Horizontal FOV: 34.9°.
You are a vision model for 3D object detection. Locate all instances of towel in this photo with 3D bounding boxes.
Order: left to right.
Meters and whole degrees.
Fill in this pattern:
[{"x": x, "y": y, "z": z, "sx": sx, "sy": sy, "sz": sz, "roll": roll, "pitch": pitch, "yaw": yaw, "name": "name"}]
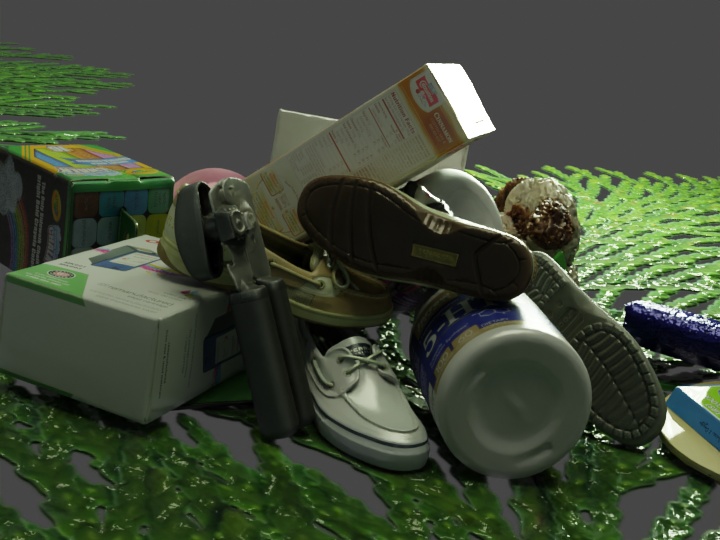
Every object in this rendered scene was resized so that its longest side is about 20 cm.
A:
[{"x": 0.365, "y": 0.073, "z": 1.123, "sx": 0.198, "sy": 0.050, "sz": 0.148, "roll": 17, "pitch": -6, "yaw": 25, "name": "towel"}]

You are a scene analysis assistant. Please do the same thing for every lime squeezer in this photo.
[{"x": 0.234, "y": 0.074, "z": 1.090, "sx": 0.200, "sy": 0.071, "sz": 0.038, "roll": 42, "pitch": -12, "yaw": -11, "name": "lime squeezer"}]

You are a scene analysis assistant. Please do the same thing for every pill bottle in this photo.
[{"x": 0.038, "y": -0.018, "z": 1.121, "sx": 0.112, "sy": 0.114, "sz": 0.199, "roll": -6, "pitch": -11, "yaw": -42, "name": "pill bottle"}, {"x": 0.102, "y": 0.072, "z": 0.928, "sx": 0.118, "sy": 0.121, "sz": 0.200, "roll": 6, "pitch": 15, "yaw": -9, "name": "pill bottle"}]

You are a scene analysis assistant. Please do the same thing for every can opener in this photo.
[{"x": -0.090, "y": 0.029, "z": 0.873, "sx": 0.066, "sy": 0.202, "sz": 0.053, "roll": -10, "pitch": 6, "yaw": 28, "name": "can opener"}]

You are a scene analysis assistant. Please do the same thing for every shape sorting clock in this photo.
[{"x": 0.349, "y": 0.142, "z": 0.962, "sx": 0.198, "sy": 0.040, "sz": 0.200, "roll": 6, "pitch": 19, "yaw": -2, "name": "shape sorting clock"}]

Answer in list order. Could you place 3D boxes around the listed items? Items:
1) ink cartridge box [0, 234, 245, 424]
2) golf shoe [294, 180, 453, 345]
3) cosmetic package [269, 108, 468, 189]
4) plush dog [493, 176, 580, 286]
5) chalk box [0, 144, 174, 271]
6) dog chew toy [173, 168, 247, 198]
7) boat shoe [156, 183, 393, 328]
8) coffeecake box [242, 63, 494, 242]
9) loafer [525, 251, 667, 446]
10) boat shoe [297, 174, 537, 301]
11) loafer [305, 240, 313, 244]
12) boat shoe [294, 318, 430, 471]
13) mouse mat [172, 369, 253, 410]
[{"x": -0.175, "y": 0.039, "z": 0.937, "sx": 0.144, "sy": 0.088, "sz": 0.200, "roll": 15, "pitch": 14, "yaw": 20, "name": "ink cartridge box"}, {"x": 0.000, "y": 0.000, "z": 1.010, "sx": 0.199, "sy": 0.092, "sz": 0.073, "roll": -34, "pitch": 6, "yaw": 19, "name": "golf shoe"}, {"x": 0.004, "y": -0.103, "z": 1.206, "sx": 0.198, "sy": 0.082, "sz": 0.113, "roll": 12, "pitch": -10, "yaw": -3, "name": "cosmetic package"}, {"x": 0.175, "y": -0.008, "z": 1.156, "sx": 0.159, "sy": 0.174, "sz": 0.200, "roll": 5, "pitch": 15, "yaw": -12, "name": "plush dog"}, {"x": -0.269, "y": -0.045, "z": 1.151, "sx": 0.123, "sy": 0.126, "sz": 0.199, "roll": -7, "pitch": 23, "yaw": -44, "name": "chalk box"}, {"x": -0.123, "y": -0.025, "z": 1.178, "sx": 0.124, "sy": 0.126, "sz": 0.199, "roll": -7, "pitch": 29, "yaw": -44, "name": "dog chew toy"}, {"x": -0.061, "y": -0.010, "z": 0.923, "sx": 0.199, "sy": 0.064, "sz": 0.073, "roll": 20, "pitch": 19, "yaw": -8, "name": "boat shoe"}, {"x": 0.008, "y": -0.101, "z": 1.012, "sx": 0.199, "sy": 0.074, "sz": 0.153, "roll": -30, "pitch": 1, "yaw": 18, "name": "coffeecake box"}, {"x": 0.204, "y": 0.066, "z": 1.001, "sx": 0.069, "sy": 0.075, "sz": 0.201, "roll": 22, "pitch": 31, "yaw": -54, "name": "loafer"}, {"x": 0.045, "y": -0.021, "z": 0.917, "sx": 0.198, "sy": 0.072, "sz": 0.076, "roll": 23, "pitch": 7, "yaw": 16, "name": "boat shoe"}, {"x": 0.029, "y": -0.015, "z": 1.244, "sx": 0.198, "sy": 0.073, "sz": 0.063, "roll": 16, "pitch": -28, "yaw": -11, "name": "loafer"}, {"x": -0.011, "y": 0.085, "z": 0.909, "sx": 0.073, "sy": 0.067, "sz": 0.200, "roll": -3, "pitch": 23, "yaw": -35, "name": "boat shoe"}, {"x": -0.120, "y": 0.083, "z": 0.986, "sx": 0.198, "sy": 0.008, "sz": 0.161, "roll": 1, "pitch": 17, "yaw": -28, "name": "mouse mat"}]
